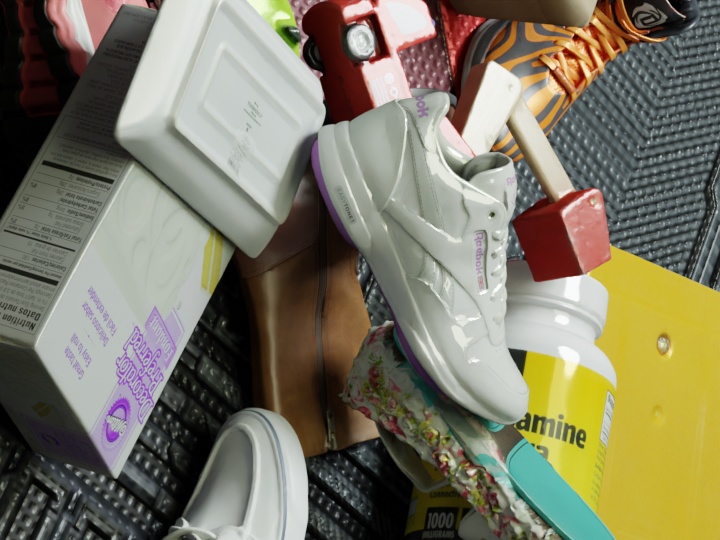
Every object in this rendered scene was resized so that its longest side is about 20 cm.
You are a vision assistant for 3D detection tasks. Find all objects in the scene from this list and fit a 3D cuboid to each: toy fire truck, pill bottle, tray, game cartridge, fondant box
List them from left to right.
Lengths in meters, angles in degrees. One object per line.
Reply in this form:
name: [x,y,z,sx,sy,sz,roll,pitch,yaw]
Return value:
fondant box: [-0.125,-0.014,1.374,0.201,0.058,0.144,-63,155,-23]
tray: [-0.064,-0.082,1.369,0.108,0.022,0.200,-69,156,-10]
toy fire truck: [0.056,-0.077,1.526,0.141,0.049,0.201,-23,98,-33]
pill bottle: [0.093,0.101,1.599,0.112,0.112,0.201,27,66,-41]
game cartridge: [0.186,0.097,1.757,0.176,0.032,0.201,21,72,-43]

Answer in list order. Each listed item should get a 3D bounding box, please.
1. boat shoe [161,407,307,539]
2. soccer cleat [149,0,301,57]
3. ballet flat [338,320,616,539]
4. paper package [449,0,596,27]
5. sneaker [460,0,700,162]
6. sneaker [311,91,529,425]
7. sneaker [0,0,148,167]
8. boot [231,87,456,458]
boat shoe: [-0.080,0.168,1.439,0.065,0.073,0.201,25,66,-46]
soccer cleat: [-0.089,-0.159,1.462,0.067,0.081,0.201,-28,105,-32]
ballet flat: [0.066,0.114,1.505,0.200,0.064,0.076,48,25,10]
paper package: [0.089,-0.278,1.618,0.200,0.103,0.191,51,51,-50]
sneaker: [0.143,-0.149,1.683,0.078,0.112,0.200,51,52,-28]
sneaker: [0.055,-0.005,1.443,0.200,0.099,0.075,60,10,-20]
sneaker: [-0.153,-0.151,1.420,0.087,0.073,0.201,-12,101,-55]
boot: [0.000,0.000,1.548,0.188,0.068,0.201,-19,100,-46]
